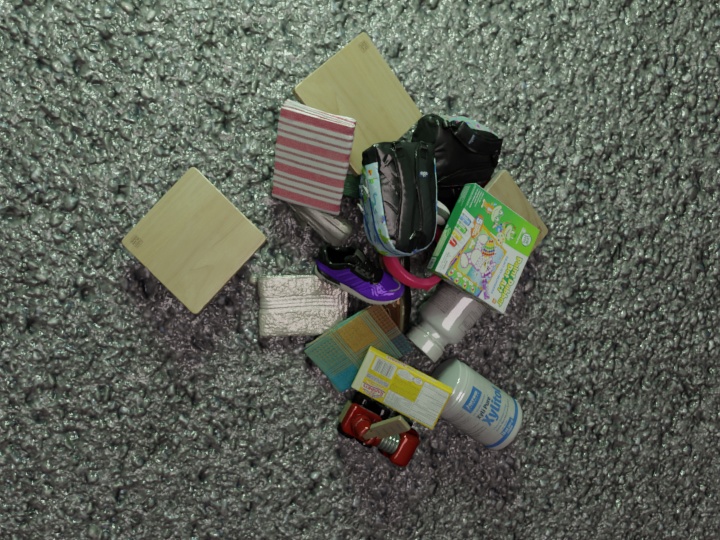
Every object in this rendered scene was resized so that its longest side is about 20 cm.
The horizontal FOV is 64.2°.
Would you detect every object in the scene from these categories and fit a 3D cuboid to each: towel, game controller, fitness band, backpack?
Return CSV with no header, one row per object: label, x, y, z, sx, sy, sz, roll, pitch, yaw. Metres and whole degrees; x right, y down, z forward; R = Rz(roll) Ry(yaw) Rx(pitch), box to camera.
towel,-0.091,-0.209,1.090,0.144,0.030,0.202,18,126,6
game controller,0.138,-0.180,1.270,0.197,0.042,0.106,7,82,-16
towel,-0.122,0.076,1.235,0.196,0.034,0.135,-2,97,-14
fitness band,0.125,-0.039,1.220,0.144,0.037,0.200,45,45,-3
backpack,0.074,-0.127,1.090,0.161,0.153,0.203,-11,83,-35
towel,-0.004,0.168,1.246,0.198,0.022,0.147,-33,111,11
backpack,0.199,-0.253,1.199,0.197,0.127,0.169,-7,132,-32

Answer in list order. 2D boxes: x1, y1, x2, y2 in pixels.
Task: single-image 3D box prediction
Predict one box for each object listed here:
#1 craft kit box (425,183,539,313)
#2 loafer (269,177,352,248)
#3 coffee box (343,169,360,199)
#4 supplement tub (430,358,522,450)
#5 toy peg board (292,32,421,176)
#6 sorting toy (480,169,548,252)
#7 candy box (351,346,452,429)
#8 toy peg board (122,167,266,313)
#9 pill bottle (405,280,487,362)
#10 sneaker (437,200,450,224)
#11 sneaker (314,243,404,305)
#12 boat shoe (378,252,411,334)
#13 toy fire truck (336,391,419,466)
craft kit box,0.258,-0.043,1.196,0.196,0.048,0.202,30,81,-25
loafer,-0.110,-0.118,1.193,0.199,0.070,0.070,37,110,-5
coffee box,-0.030,-0.258,1.207,0.121,0.044,0.204,7,96,-15
supplement tub,0.258,0.307,1.313,0.199,0.132,0.133,35,88,-17
toy peg board,-0.018,-0.319,1.144,0.199,0.097,0.201,-45,107,-21
sorting toy,0.292,-0.086,1.286,0.199,0.069,0.200,-49,119,-6
candy box,0.088,0.252,1.232,0.198,0.026,0.103,27,112,4
toy peg board,-0.321,-0.055,1.143,0.199,0.098,0.200,43,85,-1
pill bottle,0.195,0.099,1.277,0.114,0.114,0.201,42,86,-16
sneaker,0.092,-0.119,1.200,0.197,0.074,0.081,13,73,-11
sneaker,0.000,0.000,1.180,0.197,0.100,0.070,19,48,5
boat shoe,0.071,0.047,1.267,0.073,0.076,0.204,1,96,17
toy fire truck,0.060,0.350,1.231,0.175,0.200,0.130,31,90,-16
